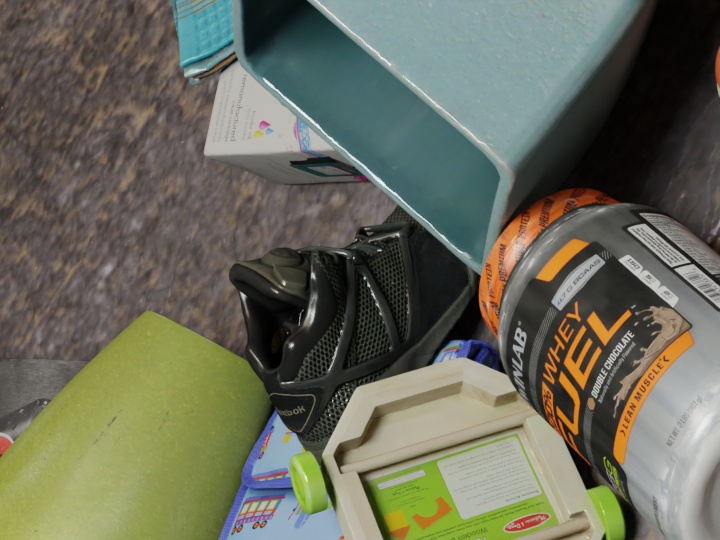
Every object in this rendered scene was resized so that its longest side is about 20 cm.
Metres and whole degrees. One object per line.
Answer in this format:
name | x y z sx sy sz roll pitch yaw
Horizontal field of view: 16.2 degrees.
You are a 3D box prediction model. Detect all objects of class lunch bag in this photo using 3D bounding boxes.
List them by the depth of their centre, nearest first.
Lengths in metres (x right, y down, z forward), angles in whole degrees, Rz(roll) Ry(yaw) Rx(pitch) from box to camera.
lunch bag | 0.004 0.126 1.436 0.150 0.094 0.201 -14 51 45

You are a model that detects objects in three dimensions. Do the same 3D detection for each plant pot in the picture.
plant pot | 0.067 -0.152 1.352 0.196 0.196 0.200 42 78 10
plant pot | -0.134 0.133 1.512 0.187 0.187 0.201 23 82 49

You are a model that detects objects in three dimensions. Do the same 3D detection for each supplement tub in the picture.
supplement tub | 0.150 0.047 1.266 0.123 0.122 0.200 -59 42 12

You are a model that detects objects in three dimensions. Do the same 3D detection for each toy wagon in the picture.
toy wagon | 0.058 0.140 1.319 0.040 0.154 0.201 97 154 -58

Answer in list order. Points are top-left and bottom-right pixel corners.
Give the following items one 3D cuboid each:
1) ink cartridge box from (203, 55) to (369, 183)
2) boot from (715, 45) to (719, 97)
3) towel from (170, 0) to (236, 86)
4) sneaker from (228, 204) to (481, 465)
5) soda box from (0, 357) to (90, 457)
ink cartridge box | 0.002 -0.118 1.532 0.199 0.067 0.117 -1 74 47
boot | 0.236 -0.154 1.268 0.200 0.107 0.075 -42 51 31
towel | -0.050 -0.222 1.559 0.200 0.022 0.147 -31 57 33
sneaker | 0.000 0.000 1.419 0.076 0.114 0.200 -4 44 47
soda box | -0.209 0.097 1.679 0.199 0.063 0.071 -1 74 48
